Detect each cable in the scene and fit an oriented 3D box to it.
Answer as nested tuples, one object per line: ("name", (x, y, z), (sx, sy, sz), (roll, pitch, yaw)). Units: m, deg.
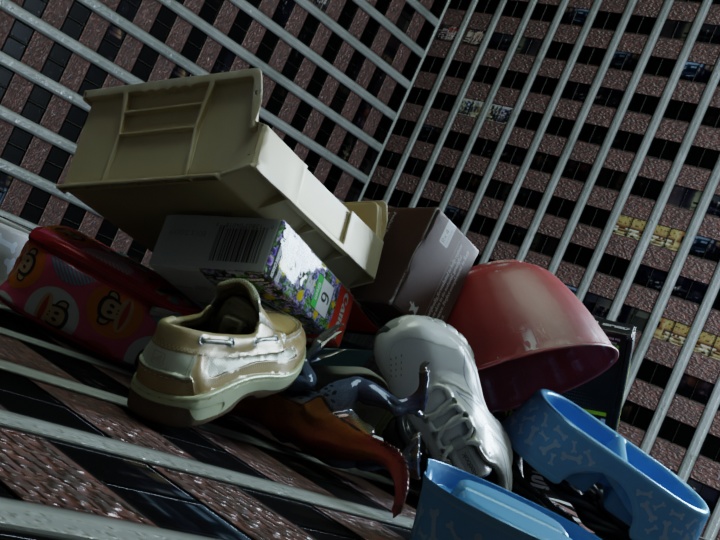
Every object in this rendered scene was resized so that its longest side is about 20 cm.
("cable", (0.177, 0.208, 0.996), (0.163, 0.051, 0.200), (12, 28, -48))

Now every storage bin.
("storage bin", (-0.106, -0.064, 0.882), (0.198, 0.094, 0.200), (-1, -27, 32))

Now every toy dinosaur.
("toy dinosaur", (-0.041, 0.094, 0.787), (0.181, 0.105, 0.200), (5, 5, 8))

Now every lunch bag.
("lunch bag", (-0.198, 0.035, 0.913), (0.176, 0.082, 0.200), (28, -2, 2))

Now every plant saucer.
("plant saucer", (-0.067, 0.063, 0.972), (0.070, 0.019, 0.200), (5, 5, -31))

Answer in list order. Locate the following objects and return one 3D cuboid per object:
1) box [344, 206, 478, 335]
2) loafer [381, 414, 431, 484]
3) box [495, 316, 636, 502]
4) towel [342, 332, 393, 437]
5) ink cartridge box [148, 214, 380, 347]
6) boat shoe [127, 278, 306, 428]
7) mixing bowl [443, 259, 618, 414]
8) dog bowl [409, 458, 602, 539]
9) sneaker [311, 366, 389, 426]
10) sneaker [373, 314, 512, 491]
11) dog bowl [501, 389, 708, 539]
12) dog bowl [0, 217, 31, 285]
("box", (0.000, 0.000, 0.981), (0.200, 0.100, 0.075), (3, -31, 49))
("loafer", (0.070, 0.177, 0.987), (0.200, 0.063, 0.072), (26, 38, -55))
("box", (0.169, 0.131, 1.103), (0.199, 0.194, 0.048), (12, 16, 16))
("towel", (0.037, 0.111, 1.187), (0.143, 0.200, 0.023), (25, 32, -7))
("ink cartridge box", (-0.071, 0.024, 0.874), (0.109, 0.051, 0.200), (4, -26, 28))
("boat shoe", (-0.081, 0.043, 0.709), (0.071, 0.076, 0.200), (14, 12, 13))
("mixing bowl", (0.126, 0.058, 0.990), (0.199, 0.109, 0.200), (-14, -20, -5))
("dog bowl", (0.076, 0.151, 0.579), (0.111, 0.050, 0.200), (24, -3, 6))
("sneaker", (-0.048, 0.109, 1.030), (0.084, 0.075, 0.200), (27, -1, 36))
("sneaker", (0.077, 0.119, 0.853), (0.200, 0.074, 0.087), (56, 10, -25))
("dog bowl", (0.220, 0.178, 0.949), (0.200, 0.050, 0.111), (36, 11, 7))
("dog bowl", (-0.392, -0.038, 1.021), (0.200, 0.059, 0.200), (24, -4, 2))
